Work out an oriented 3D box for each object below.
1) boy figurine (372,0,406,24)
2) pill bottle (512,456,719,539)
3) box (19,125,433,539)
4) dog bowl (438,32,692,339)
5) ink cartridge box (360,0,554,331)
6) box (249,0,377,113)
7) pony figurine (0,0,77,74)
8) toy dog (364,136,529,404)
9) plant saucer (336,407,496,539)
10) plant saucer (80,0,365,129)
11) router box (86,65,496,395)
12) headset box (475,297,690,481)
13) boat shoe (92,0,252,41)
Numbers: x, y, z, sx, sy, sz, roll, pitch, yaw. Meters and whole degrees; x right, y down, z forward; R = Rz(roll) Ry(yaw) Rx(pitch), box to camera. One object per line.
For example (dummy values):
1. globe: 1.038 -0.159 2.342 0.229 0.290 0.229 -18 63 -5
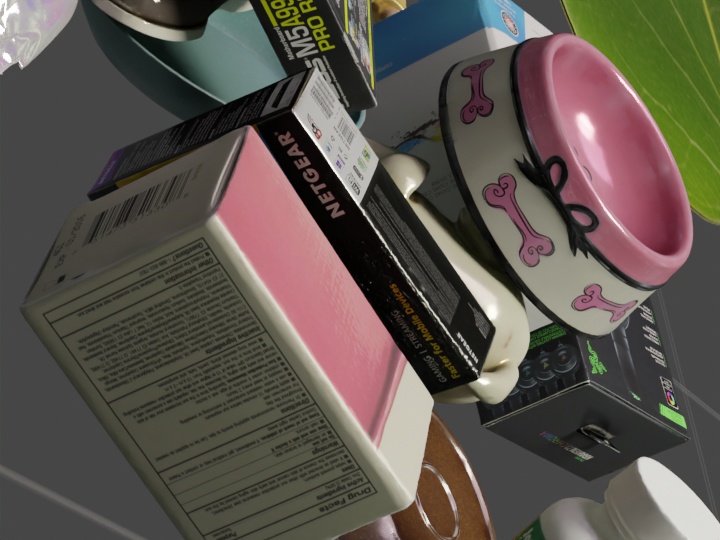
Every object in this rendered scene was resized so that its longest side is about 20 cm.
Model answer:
1. boy figurine: 0.003 -0.227 1.923 0.124 0.064 0.200 62 26 -1
2. pill bottle: 0.120 0.205 1.533 0.113 0.200 0.113 41 17 -16
3. box: -0.067 0.046 1.403 0.200 0.128 0.109 57 23 -22
4. dog bowl: 0.137 -0.061 1.654 0.200 0.074 0.200 41 32 -33
5. ink cartridge box: 0.076 -0.068 1.810 0.147 0.146 0.200 29 41 -55
6. box: -0.038 -0.212 1.522 0.160 0.044 0.200 63 18 -47
7. pony figurine: -0.162 -0.221 1.422 0.167 0.200 0.193 60 37 -12
8. toy dog: 0.000 0.000 1.605 0.200 0.140 0.194 31 31 -33
9. plant saucer: 0.037 0.151 1.654 0.200 0.032 0.200 47 30 -38
10. plant saucer: -0.091 -0.130 1.569 0.200 0.036 0.200 29 23 -14
11. router box: -0.037 -0.004 1.486 0.200 0.149 0.051 54 34 -23
12. headset box: 0.148 0.045 1.925 0.174 0.093 0.200 31 41 -53
13. boat shoe: -0.096 -0.183 1.541 0.072 0.060 0.200 37 23 9
